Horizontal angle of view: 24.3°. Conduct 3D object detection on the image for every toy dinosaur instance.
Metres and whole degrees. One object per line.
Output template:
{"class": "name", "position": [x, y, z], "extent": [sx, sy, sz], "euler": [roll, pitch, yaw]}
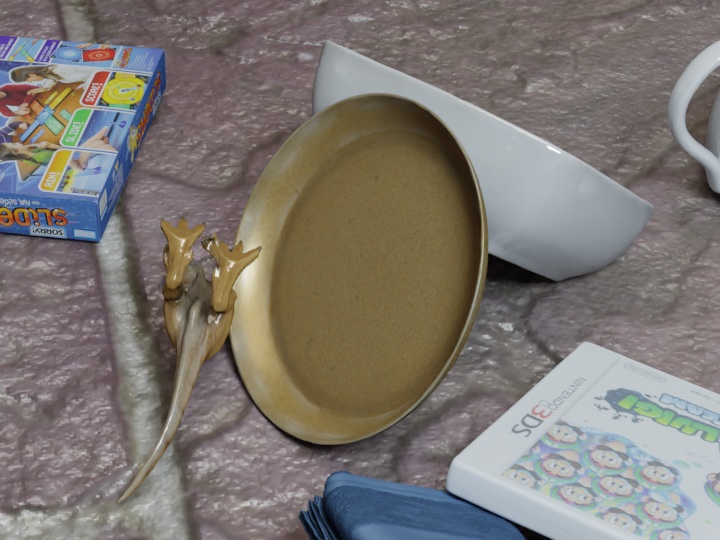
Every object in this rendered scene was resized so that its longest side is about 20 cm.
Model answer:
{"class": "toy dinosaur", "position": [-0.094, 0.034, 0.966], "extent": [0.060, 0.107, 0.200], "euler": [8, 31, -3]}

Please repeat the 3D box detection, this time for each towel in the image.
{"class": "towel", "position": [0.046, 0.154, 0.787], "extent": [0.111, 0.049, 0.200], "euler": [12, 10, -18]}

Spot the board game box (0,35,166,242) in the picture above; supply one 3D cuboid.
{"class": "board game box", "position": [-0.222, -0.097, 1.163], "extent": [0.134, 0.035, 0.201], "euler": [6, 37, 5]}

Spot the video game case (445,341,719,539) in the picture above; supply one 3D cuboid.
{"class": "video game case", "position": [0.172, 0.111, 0.894], "extent": [0.199, 0.024, 0.182], "euler": [22, 28, 23]}

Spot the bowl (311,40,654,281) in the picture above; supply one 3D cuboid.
{"class": "bowl", "position": [0.071, -0.058, 1.046], "extent": [0.199, 0.075, 0.199], "euler": [27, 4, 27]}

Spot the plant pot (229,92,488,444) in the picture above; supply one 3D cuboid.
{"class": "plant pot", "position": [0.000, 0.000, 0.950], "extent": [0.027, 0.201, 0.200], "euler": [16, 21, -45]}

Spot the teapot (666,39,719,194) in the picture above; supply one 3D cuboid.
{"class": "teapot", "position": [0.328, -0.114, 1.130], "extent": [0.196, 0.147, 0.200], "euler": [19, 41, 21]}
